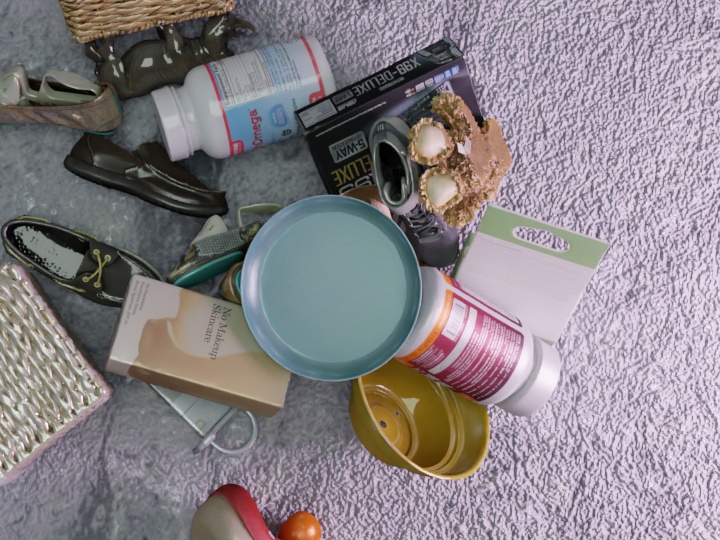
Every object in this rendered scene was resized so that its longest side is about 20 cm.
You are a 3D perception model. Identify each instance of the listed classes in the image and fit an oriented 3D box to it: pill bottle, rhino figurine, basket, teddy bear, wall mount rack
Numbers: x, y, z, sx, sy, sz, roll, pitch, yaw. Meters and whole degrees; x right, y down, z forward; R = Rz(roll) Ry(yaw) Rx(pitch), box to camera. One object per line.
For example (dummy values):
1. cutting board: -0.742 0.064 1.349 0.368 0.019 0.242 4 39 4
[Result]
1. pill bottle: 0.124 0.085 1.606 0.199 0.109 0.110 30 87 -27
2. rhino figurine: -0.219 -0.256 1.653 0.199 0.060 0.088 -15 108 -3
3. pill bottle: -0.132 -0.192 1.623 0.199 0.109 0.109 -18 90 -9
4. basket: -0.251 -0.368 1.589 0.199 0.149 0.143 -12 48 -1
5. teddy bear: 0.100 -0.118 1.559 0.066 0.200 0.146 -19 106 28
6. basket: -0.389 0.113 1.575 0.161 0.200 0.199 -36 91 -8
7. wall mount rack: -0.172 0.110 1.644 0.200 0.075 0.174 44 67 -2

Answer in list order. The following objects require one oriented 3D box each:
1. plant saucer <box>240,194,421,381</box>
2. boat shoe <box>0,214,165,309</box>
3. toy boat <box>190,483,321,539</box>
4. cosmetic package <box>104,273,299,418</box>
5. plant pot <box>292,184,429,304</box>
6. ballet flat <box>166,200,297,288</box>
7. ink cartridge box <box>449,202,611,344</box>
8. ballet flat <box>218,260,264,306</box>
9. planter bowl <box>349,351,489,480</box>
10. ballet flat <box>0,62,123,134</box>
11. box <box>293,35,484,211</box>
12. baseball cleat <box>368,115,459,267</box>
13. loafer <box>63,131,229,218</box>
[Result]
1. plant saucer: -0.031 0.019 1.541 0.199 0.027 0.202 0 92 9
2. boat shoe: -0.322 -0.006 1.644 0.200 0.061 0.072 22 88 -2
3. toy boat: -0.098 0.325 1.631 0.131 0.130 0.200 -39 91 -33
4. cosmetic package: -0.174 0.085 1.576 0.199 0.071 0.106 16 73 -11
5. plant pot: 0.000 0.000 1.630 0.199 0.027 0.201 -9 105 -35
6. ballet flat: -0.141 -0.036 1.632 0.199 0.072 0.072 -20 90 -26
7. ink cartridge box: 0.185 -0.006 1.604 0.145 0.200 0.048 18 49 -1
8. ballet flat: -0.079 0.005 1.638 0.199 0.072 0.068 -16 91 -34
9. planter bowl: 0.048 0.161 1.623 0.083 0.200 0.201 -37 91 37
10. ballet flat: -0.369 -0.203 1.631 0.199 0.067 0.068 5 45 5
11. box: 0.041 -0.155 1.623 0.199 0.050 0.158 -26 134 -3
12. baseball cleat: 0.053 -0.070 1.572 0.069 0.107 0.201 -20 117 18
13. loafer: -0.242 -0.116 1.643 0.199 0.073 0.072 20 87 -3
